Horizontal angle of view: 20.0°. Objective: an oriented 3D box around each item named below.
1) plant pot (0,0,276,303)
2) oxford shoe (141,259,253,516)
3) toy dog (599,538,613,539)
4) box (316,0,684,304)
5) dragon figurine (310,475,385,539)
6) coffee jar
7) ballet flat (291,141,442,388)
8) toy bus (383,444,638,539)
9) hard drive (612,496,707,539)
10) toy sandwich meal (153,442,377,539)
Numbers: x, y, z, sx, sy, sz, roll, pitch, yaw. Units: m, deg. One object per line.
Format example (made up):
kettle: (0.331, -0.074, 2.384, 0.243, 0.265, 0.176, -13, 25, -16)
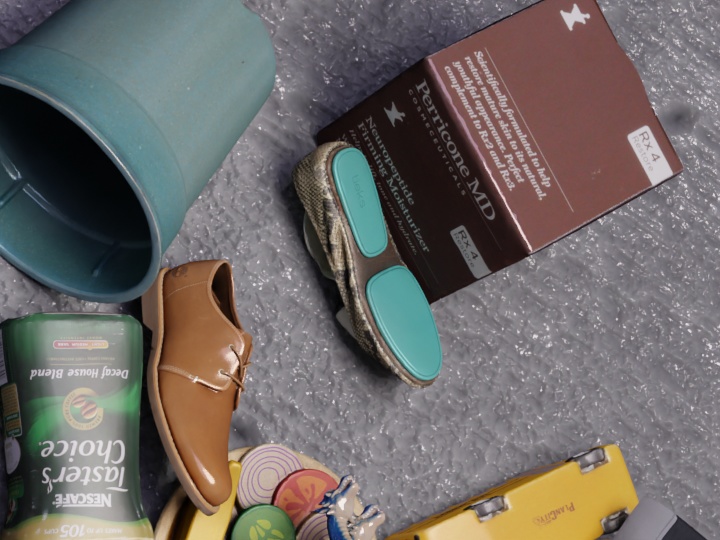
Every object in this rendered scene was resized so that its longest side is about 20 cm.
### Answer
plant pot: (-0.171, -0.115, 1.450, 0.200, 0.200, 0.196, 45, 55, -9)
oxford shoe: (-0.109, 0.076, 1.452, 0.071, 0.071, 0.200, 48, 28, -57)
toy dog: (0.154, 0.292, 1.569, 0.200, 0.096, 0.132, -25, 94, -15)
box: (0.102, -0.092, 1.565, 0.164, 0.200, 0.166, -28, 89, -29)
dragon figurine: (-0.021, 0.242, 1.418, 0.059, 0.099, 0.200, 29, 75, -25)
coffee jar: (-0.200, 0.132, 1.422, 0.104, 0.085, 0.200, 1, 77, -26)
ballet flat: (0.000, 0.000, 1.563, 0.068, 0.075, 0.200, -24, 93, -44)
toy bus: (0.119, 0.196, 1.560, 0.200, 0.078, 0.065, -20, 88, -35)
hard drive: (0.214, 0.282, 1.506, 0.135, 0.042, 0.200, 40, 68, -17)
toy sandwich meal: (-0.061, 0.223, 1.475, 0.205, 0.070, 0.205, 7, 74, -25)
